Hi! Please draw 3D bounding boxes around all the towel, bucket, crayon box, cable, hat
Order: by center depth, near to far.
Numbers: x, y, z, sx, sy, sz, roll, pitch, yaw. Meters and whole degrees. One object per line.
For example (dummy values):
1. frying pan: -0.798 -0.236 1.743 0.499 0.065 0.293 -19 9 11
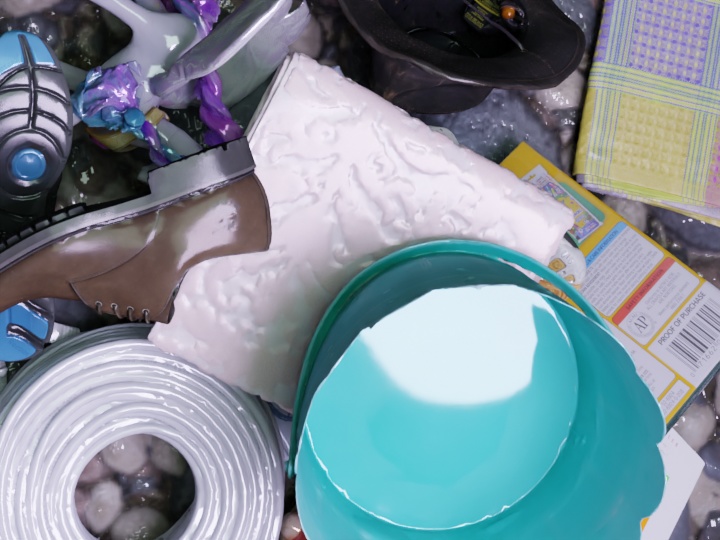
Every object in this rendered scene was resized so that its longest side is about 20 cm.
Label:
1. bucket: 0.056 0.087 0.889 0.204 0.135 0.210 -2 103 -8
2. towel: 0.000 0.000 0.948 0.198 0.032 0.192 28 98 -13
3. cable: -0.141 0.134 0.996 0.197 0.069 0.203 2 93 -13
4. hat: 0.047 -0.152 1.042 0.199 0.202 0.081 18 128 -17
5. crayon box: 0.145 0.021 1.061 0.199 0.052 0.126 40 63 15
6. towel: 0.229 -0.141 1.147 0.142 0.023 0.203 10 86 -16

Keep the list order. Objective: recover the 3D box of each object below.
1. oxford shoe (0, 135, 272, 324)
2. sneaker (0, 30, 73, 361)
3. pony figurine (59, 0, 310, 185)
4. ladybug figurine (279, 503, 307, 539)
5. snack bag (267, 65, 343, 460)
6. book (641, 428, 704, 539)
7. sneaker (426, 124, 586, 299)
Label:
1. oxford shoe: -0.142 0.000 0.884 0.198 0.073 0.085 -21 98 3
2. sneaker: -0.214 -0.050 0.943 0.072 0.082 0.202 3 116 -17
3. pony figurine: -0.121 -0.132 0.983 0.199 0.167 0.194 39 86 2
4. ladybug figurine: 0.037 0.204 1.054 0.198 0.072 0.137 21 84 -20
5. snack bag: -0.035 -0.005 1.063 0.188 0.021 0.201 -38 101 -14
6. book: 0.139 0.165 1.059 0.134 0.048 0.201 46 56 -20
7. sneaker: 0.060 -0.052 1.022 0.198 0.076 0.088 27 43 -1
